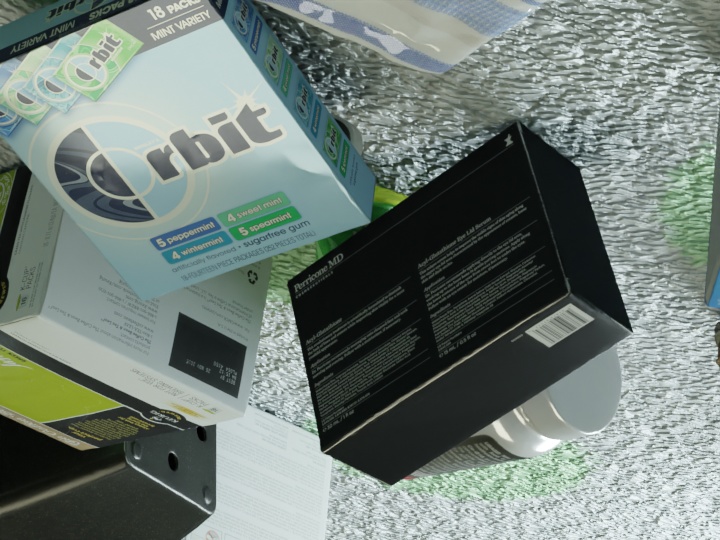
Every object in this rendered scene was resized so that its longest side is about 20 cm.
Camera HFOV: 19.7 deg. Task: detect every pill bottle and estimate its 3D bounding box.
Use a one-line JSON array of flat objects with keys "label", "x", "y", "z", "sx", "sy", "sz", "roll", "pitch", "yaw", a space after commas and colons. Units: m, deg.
[{"label": "pill bottle", "x": 0.093, "y": 0.091, "z": 1.574, "sx": 0.199, "sy": 0.115, "sz": 0.114, "roll": -15, "pitch": 147, "yaw": 43}]

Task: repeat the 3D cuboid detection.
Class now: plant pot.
[{"label": "plant pot", "x": -0.227, "y": 0.141, "z": 1.722, "sx": 0.177, "sy": 0.201, "sz": 0.199, "roll": -16, "pitch": 147, "yaw": 25}]

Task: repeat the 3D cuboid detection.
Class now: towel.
[{"label": "towel", "x": 0.040, "y": -0.168, "z": 1.124, "sx": 0.146, "sy": 0.024, "sz": 0.200, "roll": 20, "pitch": 154, "yaw": -26}]

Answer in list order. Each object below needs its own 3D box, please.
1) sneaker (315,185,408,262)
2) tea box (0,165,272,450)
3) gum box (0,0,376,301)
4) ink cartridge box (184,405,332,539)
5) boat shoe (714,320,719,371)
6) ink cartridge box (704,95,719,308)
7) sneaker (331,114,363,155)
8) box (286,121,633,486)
[{"label": "sneaker", "x": 0.000, "y": 0.000, "z": 1.440, "sx": 0.074, "sy": 0.084, "sz": 0.200, "roll": 7, "pitch": 156, "yaw": 5}, {"label": "tea box", "x": -0.206, "y": 0.028, "z": 1.515, "sx": 0.196, "sy": 0.134, "sz": 0.200, "roll": -15, "pitch": 147, "yaw": 41}, {"label": "gum box", "x": -0.112, "y": -0.083, "z": 1.235, "sx": 0.169, "sy": 0.045, "sz": 0.200, "roll": -19, "pitch": 130, "yaw": 24}, {"label": "ink cartridge box", "x": -0.103, "y": 0.218, "z": 1.821, "sx": 0.162, "sy": 0.201, "sz": 0.057, "roll": 28, "pitch": 148, "yaw": -36}, {"label": "boat shoe", "x": 0.348, "y": 0.089, "z": 1.530, "sx": 0.199, "sy": 0.072, "sz": 0.076, "roll": 15, "pitch": 156, "yaw": -13}, {"label": "ink cartridge box", "x": 0.299, "y": -0.047, "z": 1.149, "sx": 0.199, "sy": 0.147, "sz": 0.084, "roll": 7, "pitch": 155, "yaw": 4}, {"label": "sneaker", "x": -0.102, "y": -0.083, "z": 1.304, "sx": 0.199, "sy": 0.071, "sz": 0.099, "roll": 1, "pitch": 160, "yaw": 27}, {"label": "box", "x": 0.059, "y": 0.023, "z": 1.320, "sx": 0.200, "sy": 0.142, "sz": 0.079, "roll": -34, "pitch": 140, "yaw": 25}]
